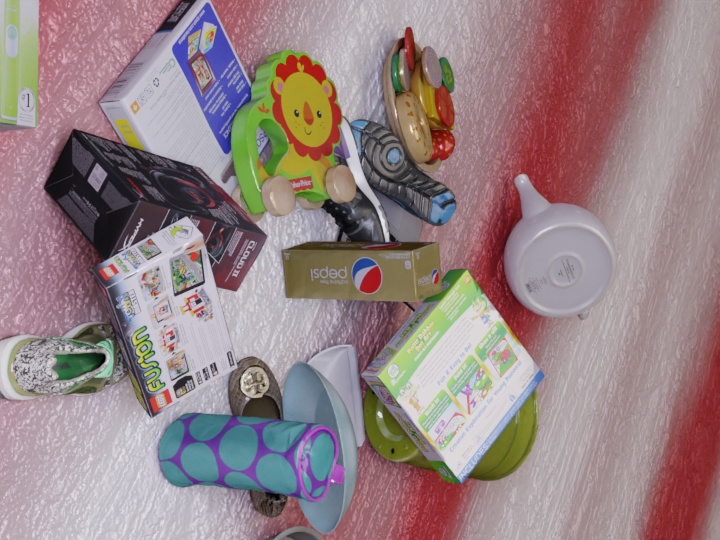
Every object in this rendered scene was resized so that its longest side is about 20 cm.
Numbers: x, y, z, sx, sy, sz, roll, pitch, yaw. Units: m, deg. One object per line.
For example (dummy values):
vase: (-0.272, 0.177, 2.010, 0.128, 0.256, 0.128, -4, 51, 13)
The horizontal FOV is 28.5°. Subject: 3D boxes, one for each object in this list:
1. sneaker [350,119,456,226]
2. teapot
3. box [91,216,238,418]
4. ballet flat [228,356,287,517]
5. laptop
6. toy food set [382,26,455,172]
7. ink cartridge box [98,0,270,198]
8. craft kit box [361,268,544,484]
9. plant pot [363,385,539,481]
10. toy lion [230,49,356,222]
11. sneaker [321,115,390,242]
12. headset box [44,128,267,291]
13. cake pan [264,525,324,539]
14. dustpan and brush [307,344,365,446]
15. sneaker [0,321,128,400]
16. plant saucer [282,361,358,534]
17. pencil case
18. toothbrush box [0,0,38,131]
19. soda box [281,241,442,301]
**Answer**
sneaker: (0.040, -0.130, 1.929, 0.200, 0.082, 0.073, 43, 80, -28)
teapot: (0.318, -0.027, 2.309, 0.146, 0.195, 0.202, -105, -148, -65)
box: (-0.192, 0.050, 1.423, 0.109, 0.035, 0.201, -29, 139, -19)
ballet flat: (-0.117, 0.203, 1.706, 0.067, 0.046, 0.203, -10, 103, -19)
laptop: (0.065, -0.021, 1.943, 0.187, 0.115, 0.202, 41, 56, -50)
toy food set: (0.086, -0.238, 2.007, 0.199, 0.048, 0.201, 16, 65, -63)
ink cartridge box: (-0.191, -0.174, 1.617, 0.199, 0.047, 0.201, -61, 140, -39)
craft kit box: (0.124, 0.138, 1.855, 0.200, 0.048, 0.198, -47, 116, -25)
plant pot: (0.112, 0.195, 1.968, 0.192, 0.199, 0.203, 4, 86, -45)
toy lion: (-0.085, -0.165, 1.697, 0.199, 0.068, 0.194, -17, 95, -54)
sneaker: (-0.035, -0.094, 1.817, 0.087, 0.076, 0.202, -22, 90, -33)
headset box: (-0.202, -0.058, 1.466, 0.199, 0.149, 0.075, 14, 112, -48)
cake pan: (-0.095, 0.418, 1.762, 0.199, 0.036, 0.203, 1, 89, -57)
dustpan and brush: (-0.067, 0.180, 1.806, 0.200, 0.057, 0.142, -19, 104, -63)
sneaker: (-0.276, 0.095, 1.437, 0.199, 0.088, 0.078, -12, 99, -57)
plant saucer: (-0.041, 0.204, 1.663, 0.038, 0.201, 0.204, -8, 97, -23)
pencil case: (-0.123, 0.205, 1.573, 0.093, 0.198, 0.086, 49, 51, -48)
toothbrush box: (-0.373, -0.234, 1.295, 0.145, 0.085, 0.203, 4, 85, -57)
soda box: (0.000, 0.000, 1.764, 0.067, 0.198, 0.065, -18, 105, -55)
